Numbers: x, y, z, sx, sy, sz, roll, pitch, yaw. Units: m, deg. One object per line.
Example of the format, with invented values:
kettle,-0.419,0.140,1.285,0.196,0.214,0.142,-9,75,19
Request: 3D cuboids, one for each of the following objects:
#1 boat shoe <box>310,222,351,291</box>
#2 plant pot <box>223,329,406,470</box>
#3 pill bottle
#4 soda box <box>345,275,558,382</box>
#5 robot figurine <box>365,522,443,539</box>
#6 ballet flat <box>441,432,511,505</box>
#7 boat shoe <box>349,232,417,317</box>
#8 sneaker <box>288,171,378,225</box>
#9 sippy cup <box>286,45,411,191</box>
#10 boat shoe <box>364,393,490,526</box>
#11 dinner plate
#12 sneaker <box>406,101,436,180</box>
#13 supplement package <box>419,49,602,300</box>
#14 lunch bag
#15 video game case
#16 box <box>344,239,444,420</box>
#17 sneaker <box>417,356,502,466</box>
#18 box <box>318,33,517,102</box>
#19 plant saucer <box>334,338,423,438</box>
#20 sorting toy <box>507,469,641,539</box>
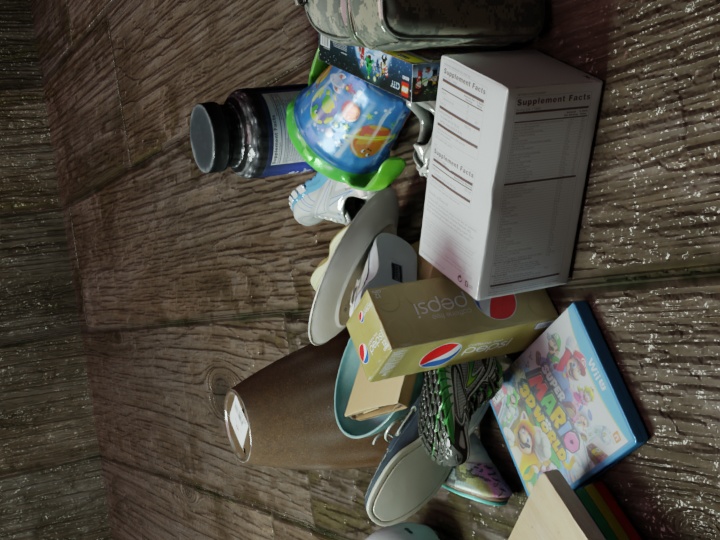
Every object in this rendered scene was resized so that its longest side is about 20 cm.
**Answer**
boat shoe,-0.006,-0.007,1.410,0.065,0.072,0.200,62,154,16
plant pot,-0.070,0.180,1.439,0.186,0.197,0.190,28,122,58
pill bottle,-0.110,-0.177,1.407,0.112,0.197,0.114,29,124,57
soda box,0.090,0.048,1.080,0.068,0.197,0.064,66,147,26
robot figurine,0.063,0.406,1.334,0.125,0.148,0.203,11,-115,-74
ballet flat,0.105,0.217,1.265,0.199,0.068,0.072,-4,75,64
boat shoe,0.020,0.038,1.176,0.201,0.070,0.070,-86,22,-58
sneaker,-0.031,-0.086,1.427,0.200,0.074,0.088,-40,68,60
sippy cup,0.000,-0.192,1.278,0.178,0.140,0.130,42,134,0
boat shoe,0.066,0.184,1.213,0.201,0.075,0.062,-56,32,-7
dinner plate,0.000,0.000,1.285,0.024,0.200,0.202,28,131,16
sneaker,0.095,-0.101,1.161,0.075,0.080,0.204,-10,90,61
supplement package,0.137,-0.093,1.041,0.109,0.112,0.203,40,131,51
lunch bag,0.053,-0.276,1.057,0.167,0.197,0.142,5,101,61
video game case,0.197,0.140,1.098,0.201,0.018,0.145,-56,48,53
box,0.044,0.062,1.237,0.163,0.021,0.203,147,143,-67
sneaker,0.106,0.114,1.128,0.202,0.084,0.079,-79,2,-48
box,0.060,-0.217,1.130,0.200,0.135,0.038,38,131,54
plant saucer,0.037,0.107,1.311,0.200,0.036,0.202,-46,30,36
sorting toy,0.219,0.322,1.052,0.201,0.069,0.201,57,145,38
